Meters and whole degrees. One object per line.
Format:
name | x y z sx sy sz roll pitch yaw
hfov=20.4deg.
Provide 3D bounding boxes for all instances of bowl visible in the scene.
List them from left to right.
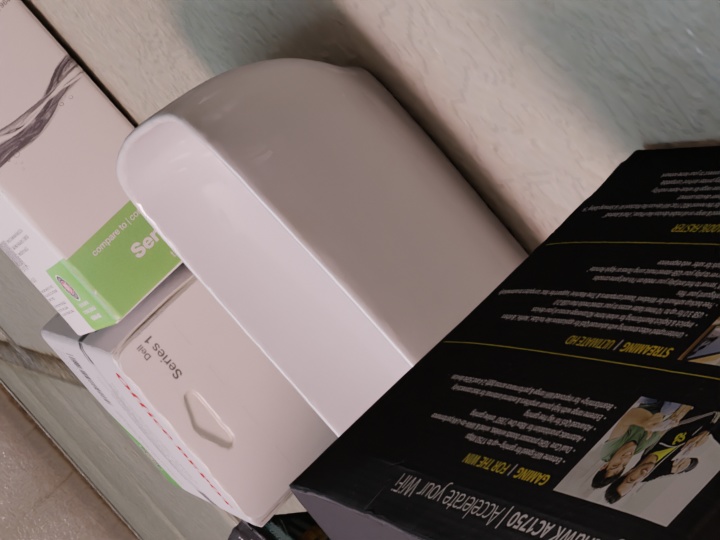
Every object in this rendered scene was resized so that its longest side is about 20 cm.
bowl | 0.000 0.000 0.787 0.200 0.075 0.200 49 165 -5

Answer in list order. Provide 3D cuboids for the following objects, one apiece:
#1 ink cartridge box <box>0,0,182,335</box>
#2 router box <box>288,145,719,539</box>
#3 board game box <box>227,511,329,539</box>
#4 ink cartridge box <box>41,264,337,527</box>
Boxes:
ink cartridge box | -0.186 -0.066 1.128 0.200 0.084 0.145 49 165 -8
router box | 0.078 0.032 0.494 0.051 0.149 0.200 51 166 -14
board game box | 0.025 0.217 1.240 0.200 0.028 0.135 38 -159 32
ink cartridge box | -0.110 0.072 1.276 0.146 0.084 0.200 51 165 -16
